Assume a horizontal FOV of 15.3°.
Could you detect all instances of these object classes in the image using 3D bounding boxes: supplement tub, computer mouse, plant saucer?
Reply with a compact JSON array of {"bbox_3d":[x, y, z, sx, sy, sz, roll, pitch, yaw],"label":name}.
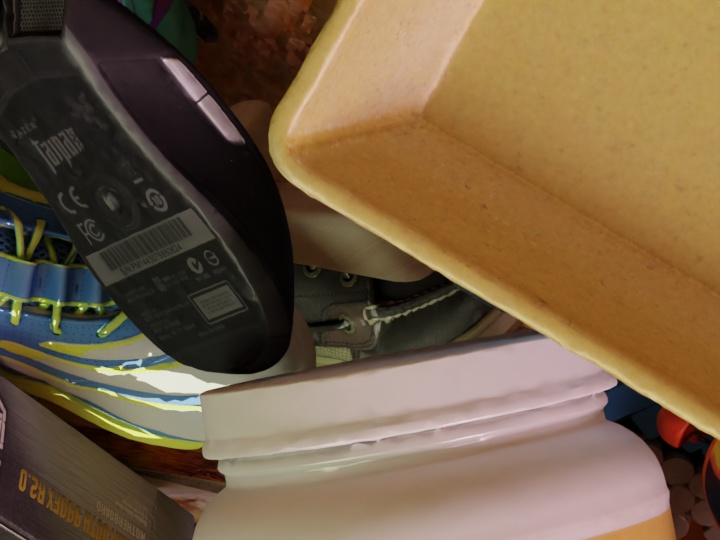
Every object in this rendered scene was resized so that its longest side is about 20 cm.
[{"bbox_3d":[0.029,0.124,0.793,0.144,0.144,0.201,-10,90,52],"label":"supplement tub"},{"bbox_3d":[-0.065,-0.066,0.779,0.200,0.046,0.140,50,143,-8],"label":"computer mouse"},{"bbox_3d":[0.109,-0.064,0.662,0.200,0.200,0.048,31,-172,6],"label":"plant saucer"}]

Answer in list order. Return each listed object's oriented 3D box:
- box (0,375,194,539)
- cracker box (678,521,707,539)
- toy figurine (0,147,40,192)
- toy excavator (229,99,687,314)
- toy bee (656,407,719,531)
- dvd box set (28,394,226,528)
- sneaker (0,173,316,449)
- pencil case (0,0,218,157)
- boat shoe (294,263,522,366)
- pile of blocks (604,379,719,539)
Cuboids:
[{"bbox_3d":[-0.180,0.086,0.926,0.199,0.049,0.158,-4,155,22],"label":"box"},{"bbox_3d":[0.121,0.163,1.077,0.134,0.058,0.200,28,151,12],"label":"cracker box"},{"bbox_3d":[-0.109,0.020,1.044,0.200,0.151,0.184,-7,143,45],"label":"toy figurine"},{"bbox_3d":[0.032,-0.032,0.815,0.194,0.100,0.200,26,145,14],"label":"toy excavator"},{"bbox_3d":[0.140,0.083,0.818,0.108,0.201,0.131,16,166,26],"label":"toy bee"},{"bbox_3d":[-0.148,0.063,0.978,0.199,0.030,0.146,16,151,-21],"label":"dvd box set"},{"bbox_3d":[-0.116,0.008,0.856,0.199,0.076,0.105,21,-170,16],"label":"sneaker"},{"bbox_3d":[-0.106,-0.125,0.849,0.092,0.085,0.200,40,159,33],"label":"pencil case"},{"bbox_3d":[0.000,0.000,0.941,0.065,0.073,0.200,39,151,-19],"label":"boat shoe"},{"bbox_3d":[0.125,0.051,0.887,0.199,0.062,0.082,18,124,-6],"label":"pile of blocks"}]
